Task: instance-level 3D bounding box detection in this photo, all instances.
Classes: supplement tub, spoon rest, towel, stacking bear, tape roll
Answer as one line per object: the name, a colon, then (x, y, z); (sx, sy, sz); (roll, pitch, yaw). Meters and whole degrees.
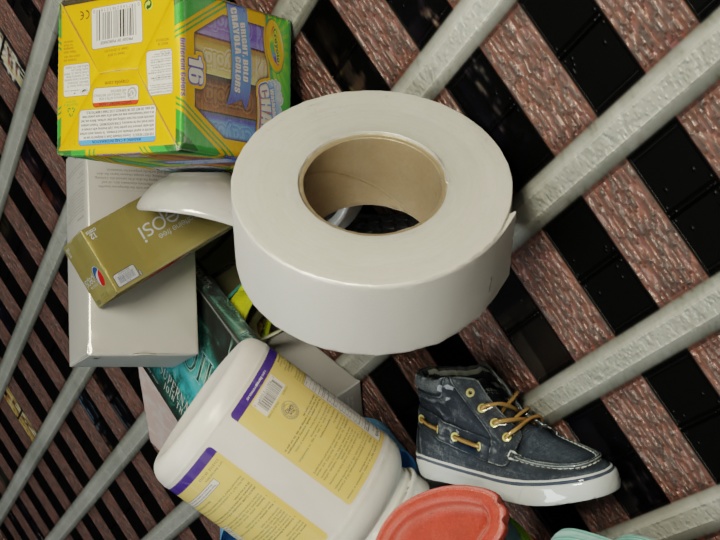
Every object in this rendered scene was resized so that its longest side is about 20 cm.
supplement tub: (-0.056, 0.168, 1.235); (0.199, 0.146, 0.145); (37, 153, -6)
spoon rest: (-0.090, -0.052, 1.211); (0.198, 0.099, 0.061); (-2, 91, 22)
towel: (-0.199, 0.200, 1.802); (0.200, 0.032, 0.192); (38, 145, 34)
stacking bear: (0.105, 0.246, 1.193); (0.113, 0.123, 0.199); (4, 167, 34)
tape roll: (0.009, -0.037, 1.048); (0.202, 0.201, 0.071); (40, 147, 31)

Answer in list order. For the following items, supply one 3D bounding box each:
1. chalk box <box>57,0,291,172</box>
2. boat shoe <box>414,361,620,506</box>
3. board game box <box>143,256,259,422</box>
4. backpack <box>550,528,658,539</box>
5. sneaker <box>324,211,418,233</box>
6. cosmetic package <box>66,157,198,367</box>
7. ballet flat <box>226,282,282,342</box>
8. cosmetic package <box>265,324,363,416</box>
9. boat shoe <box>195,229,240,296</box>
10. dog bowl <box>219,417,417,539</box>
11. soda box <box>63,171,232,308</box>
chalk box: (-0.133, -0.144, 1.189); (0.123, 0.199, 0.126); (-1, 87, 31)
boat shoe: (0.115, 0.127, 1.172); (0.199, 0.070, 0.092); (3, 103, 46)
board game box: (-0.145, 0.089, 1.391); (0.200, 0.028, 0.137); (47, 128, 46)
backpack: (0.201, 0.281, 1.083); (0.175, 0.154, 0.201); (13, 144, 50)
sneaker: (0.000, 0.000, 1.229); (0.199, 0.072, 0.083); (12, 133, 50)
cosmetic package: (-0.212, -0.015, 1.366); (0.085, 0.106, 0.203); (156, 115, -63)
ballet flat: (-0.081, 0.018, 1.377); (0.067, 0.066, 0.200); (55, 143, 14)
cosmetic package: (-0.088, 0.115, 1.482); (0.199, 0.090, 0.108); (35, 145, 33)
boat shoe: (-0.172, -0.054, 1.478); (0.201, 0.075, 0.068); (51, -178, -3)
dog bowl: (-0.045, 0.206, 1.395); (0.112, 0.198, 0.050); (64, -179, -48)
soda box: (-0.159, -0.047, 1.312); (0.064, 0.199, 0.068); (59, 153, -2)
